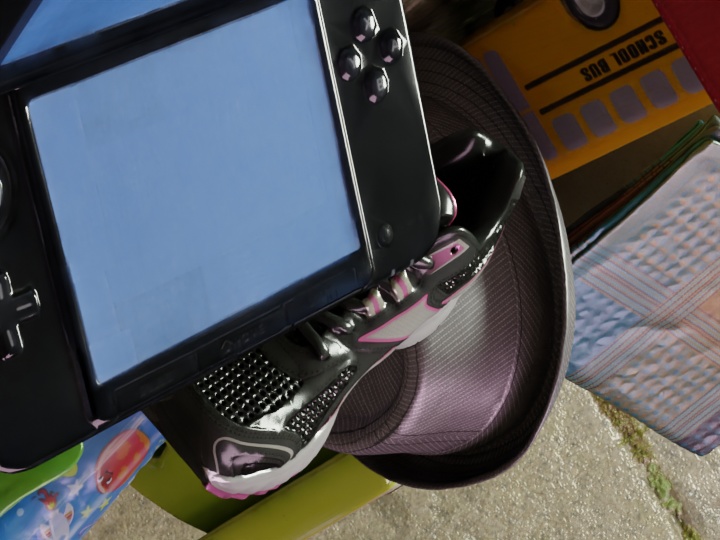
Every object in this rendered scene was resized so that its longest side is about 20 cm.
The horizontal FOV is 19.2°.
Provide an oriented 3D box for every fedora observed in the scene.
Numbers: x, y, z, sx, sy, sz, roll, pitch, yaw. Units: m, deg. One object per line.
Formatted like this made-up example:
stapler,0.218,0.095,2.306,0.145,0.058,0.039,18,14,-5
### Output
fedora,0.000,0.000,0.905,0.090,0.202,0.176,-6,160,-46

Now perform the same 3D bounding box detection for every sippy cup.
sippy cup,-0.169,0.082,1.064,0.130,0.178,0.140,-40,133,-10

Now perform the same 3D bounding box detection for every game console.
game console,-0.025,-0.052,0.597,0.116,0.178,0.199,6,-155,45

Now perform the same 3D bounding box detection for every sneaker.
sneaker,-0.007,-0.001,0.745,0.086,0.080,0.200,-49,177,38

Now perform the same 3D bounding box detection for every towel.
towel,0.162,0.014,1.010,0.146,0.022,0.199,-39,138,21

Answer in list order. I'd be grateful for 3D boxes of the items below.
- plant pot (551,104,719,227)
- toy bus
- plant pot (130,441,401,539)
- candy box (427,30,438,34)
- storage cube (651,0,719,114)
plant pot,0.156,-0.089,1.034,0.200,0.201,0.184,-27,164,-40
toy bus,0.105,-0.096,0.901,0.065,0.079,0.200,-38,-173,-34
plant pot,-0.042,0.060,1.258,0.199,0.183,0.199,-32,176,31
candy box,-0.010,-0.016,1.045,0.056,0.117,0.200,-25,173,-45
storage cube,0.148,-0.123,0.513,0.170,0.181,0.200,-32,176,22
